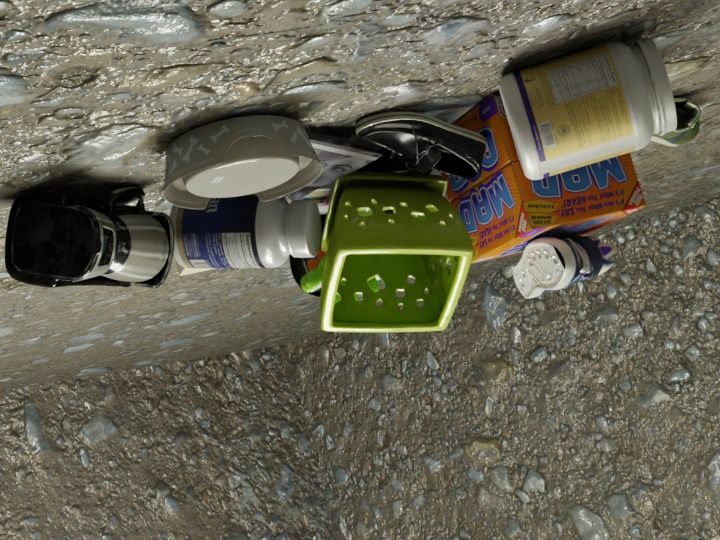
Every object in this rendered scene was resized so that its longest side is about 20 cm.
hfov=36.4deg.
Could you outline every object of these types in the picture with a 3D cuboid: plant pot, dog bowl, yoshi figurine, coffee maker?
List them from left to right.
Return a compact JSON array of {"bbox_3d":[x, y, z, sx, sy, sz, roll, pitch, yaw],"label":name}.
[{"bbox_3d":[-0.374,-0.030,1.445,0.192,0.135,0.200,-17,172,20],"label":"coffee maker"},{"bbox_3d":[-0.150,-0.134,1.366,0.200,0.059,0.200,-12,168,-3],"label":"dog bowl"},{"bbox_3d":[0.003,0.015,1.750,0.200,0.112,0.113,-20,137,-26],"label":"yoshi figurine"},{"bbox_3d":[0.041,-0.037,1.622,0.200,0.182,0.199,1,140,-11],"label":"plant pot"}]

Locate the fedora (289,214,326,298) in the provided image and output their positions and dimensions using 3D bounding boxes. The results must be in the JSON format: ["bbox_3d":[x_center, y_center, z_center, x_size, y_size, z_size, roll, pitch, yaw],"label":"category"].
[{"bbox_3d":[-0.041,-0.053,1.858,0.200,0.201,0.092,-16,147,2],"label":"fedora"}]

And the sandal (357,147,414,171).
[{"bbox_3d":[0.055,-0.173,1.627,0.200,0.048,0.075,-4,180,44],"label":"sandal"}]

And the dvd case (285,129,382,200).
[{"bbox_3d":[-0.089,-0.143,1.527,0.149,0.016,0.200,8,159,-40],"label":"dvd case"}]

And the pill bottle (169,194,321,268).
[{"bbox_3d":[-0.162,-0.059,1.566,0.200,0.111,0.111,0,176,14],"label":"pill bottle"}]

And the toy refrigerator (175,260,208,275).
[{"bbox_3d":[-0.209,-0.053,1.828,0.200,0.076,0.070,-12,172,-20],"label":"toy refrigerator"}]

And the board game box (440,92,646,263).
[{"bbox_3d":[0.258,-0.145,1.619,0.200,0.200,0.200,-12,171,-23],"label":"board game box"}]

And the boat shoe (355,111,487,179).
[{"bbox_3d":[0.086,-0.169,1.493,0.200,0.062,0.075,12,160,-27],"label":"boat shoe"}]

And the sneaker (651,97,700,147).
[{"bbox_3d":[0.548,-0.256,1.878,0.200,0.067,0.090,-4,172,-44],"label":"sneaker"}]

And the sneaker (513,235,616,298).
[{"bbox_3d":[0.316,-0.024,1.603,0.146,0.081,0.200,-22,171,-14],"label":"sneaker"}]

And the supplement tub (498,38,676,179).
[{"bbox_3d":[0.292,-0.211,1.417,0.200,0.146,0.145,-16,172,8],"label":"supplement tub"}]

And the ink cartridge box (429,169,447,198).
[{"bbox_3d":[0.126,-0.101,1.860,0.145,0.083,0.200,-55,178,-9],"label":"ink cartridge box"}]

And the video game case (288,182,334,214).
[{"bbox_3d":[-0.060,-0.118,1.736,0.200,0.024,0.182,-4,171,-5],"label":"video game case"}]
